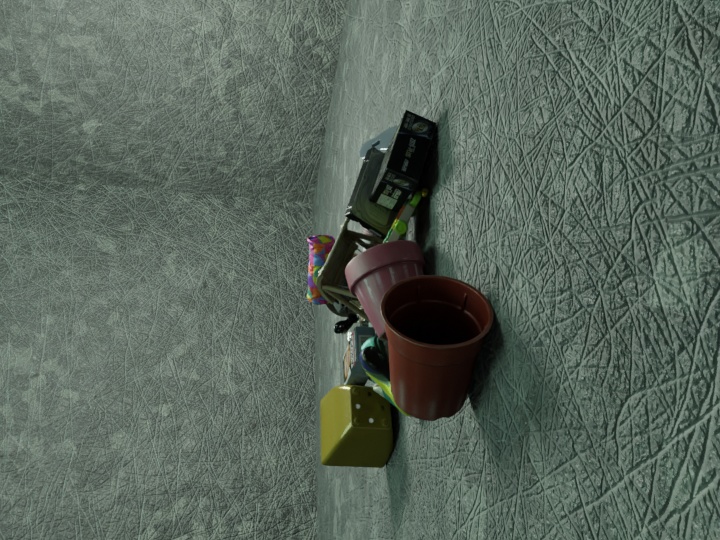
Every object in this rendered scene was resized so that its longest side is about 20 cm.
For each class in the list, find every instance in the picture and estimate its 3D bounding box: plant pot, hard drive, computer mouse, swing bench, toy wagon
[{"bbox_3d":[0.077,0.056,1.471,0.201,0.195,0.183,113,142,-61],"label":"plant pot"},{"bbox_3d":[0.050,-0.203,1.652,0.038,0.138,0.204,-15,51,58],"label":"hard drive"},{"bbox_3d":[-0.058,0.076,1.773,0.109,0.043,0.205,-38,-56,-50],"label":"computer mouse"},{"bbox_3d":[0.000,0.000,1.675,0.131,0.196,0.202,113,-177,-59],"label":"swing bench"},{"bbox_3d":[0.003,0.419,1.751,0.201,0.190,0.199,118,154,-52],"label":"plant pot"},{"bbox_3d":[0.131,0.148,1.136,0.203,0.194,0.200,-102,10,-55],"label":"plant pot"},{"bbox_3d":[0.107,-0.121,1.550,0.203,0.039,0.156,-63,-3,26],"label":"toy wagon"}]

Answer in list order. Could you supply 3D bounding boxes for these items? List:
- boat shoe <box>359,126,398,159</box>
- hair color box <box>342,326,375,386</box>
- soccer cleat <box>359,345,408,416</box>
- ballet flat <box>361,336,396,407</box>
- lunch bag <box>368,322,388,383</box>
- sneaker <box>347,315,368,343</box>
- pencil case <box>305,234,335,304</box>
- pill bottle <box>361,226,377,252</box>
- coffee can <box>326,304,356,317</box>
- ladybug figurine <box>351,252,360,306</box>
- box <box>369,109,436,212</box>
[{"bbox_3d":[0.089,-0.353,1.820,0.200,0.085,0.077,-16,62,49],"label":"boat shoe"},{"bbox_3d":[-0.004,0.245,1.736,0.202,0.059,0.101,109,161,-57],"label":"hair color box"},{"bbox_3d":[0.071,0.270,1.530,0.201,0.064,0.084,50,161,12],"label":"soccer cleat"},{"bbox_3d":[0.055,0.270,1.609,0.205,0.069,0.067,68,-158,-2],"label":"ballet flat"},{"bbox_3d":[0.064,0.212,1.744,0.160,0.075,0.207,-177,90,-80],"label":"lunch bag"},{"bbox_3d":[0.023,0.143,1.857,0.202,0.074,0.093,-60,-1,-42],"label":"sneaker"},{"bbox_3d":[-0.115,-0.001,1.786,0.089,0.086,0.205,-109,22,-64],"label":"pencil case"},{"bbox_3d":[0.060,-0.131,1.796,0.110,0.106,0.206,-114,29,-68],"label":"pill bottle"},{"bbox_3d":[-0.029,0.051,1.979,0.200,0.142,0.151,-44,-40,-76],"label":"coffee can"},{"bbox_3d":[-0.008,0.027,1.821,0.134,0.072,0.203,-26,99,41],"label":"ladybug figurine"},{"bbox_3d":[0.102,-0.263,1.547,0.200,0.084,0.168,124,166,-70],"label":"box"}]
